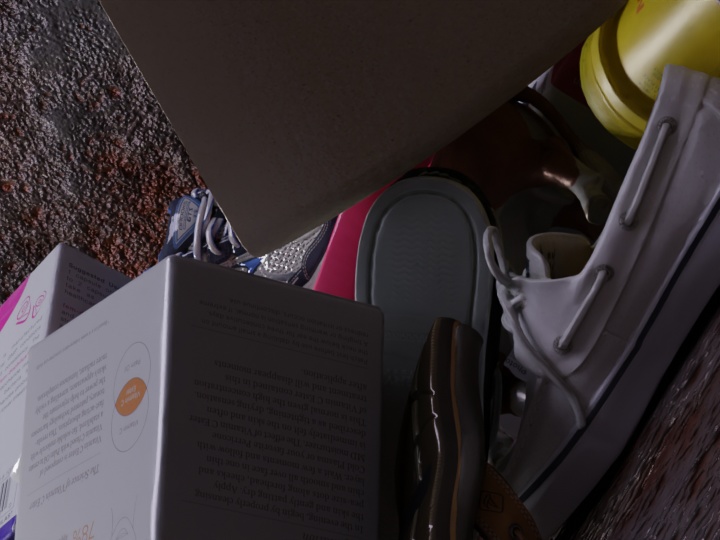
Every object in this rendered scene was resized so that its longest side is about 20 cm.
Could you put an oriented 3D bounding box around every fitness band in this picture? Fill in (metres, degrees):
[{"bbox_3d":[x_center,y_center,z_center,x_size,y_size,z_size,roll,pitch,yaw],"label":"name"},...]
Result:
[{"bbox_3d":[0.000,0.000,1.256,0.144,0.037,0.200,-59,-6,-16],"label":"fitness band"}]

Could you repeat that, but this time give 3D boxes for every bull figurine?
[{"bbox_3d":[0.048,0.022,1.167,0.065,0.121,0.200,3,-70,-44],"label":"bull figurine"}]

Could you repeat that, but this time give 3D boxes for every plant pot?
[{"bbox_3d":[0.009,-0.157,1.093,0.177,0.200,0.200,-19,23,25],"label":"plant pot"}]

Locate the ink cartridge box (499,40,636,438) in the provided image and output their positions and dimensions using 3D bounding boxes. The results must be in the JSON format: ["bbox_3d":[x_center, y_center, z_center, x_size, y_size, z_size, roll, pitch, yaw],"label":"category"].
[{"bbox_3d":[0.100,-0.040,1.266,0.200,0.083,0.145,-59,3,21],"label":"ink cartridge box"}]

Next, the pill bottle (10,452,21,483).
[{"bbox_3d":[-0.064,0.115,1.338,0.113,0.200,0.113,-59,3,5],"label":"pill bottle"}]

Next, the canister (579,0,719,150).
[{"bbox_3d":[0.173,-0.138,1.051,0.149,0.087,0.200,-60,5,-26],"label":"canister"}]

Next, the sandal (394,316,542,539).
[{"bbox_3d":[0.041,0.107,1.001,0.082,0.055,0.200,112,166,-48],"label":"sandal"}]

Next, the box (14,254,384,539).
[{"bbox_3d":[-0.064,0.114,1.037,0.124,0.097,0.200,-30,52,52],"label":"box"}]

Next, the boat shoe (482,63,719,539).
[{"bbox_3d":[0.083,0.009,1.052,0.202,0.086,0.075,-61,1,20],"label":"boat shoe"}]

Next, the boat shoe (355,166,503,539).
[{"bbox_3d":[0.024,0.058,1.105,0.060,0.076,0.200,-32,-44,-76],"label":"boat shoe"}]

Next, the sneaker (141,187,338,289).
[{"bbox_3d":[-0.059,-0.011,1.405,0.200,0.085,0.077,-48,18,47],"label":"sneaker"}]

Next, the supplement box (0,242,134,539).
[{"bbox_3d":[-0.154,0.101,1.451,0.101,0.103,0.200,-44,31,38],"label":"supplement box"}]
